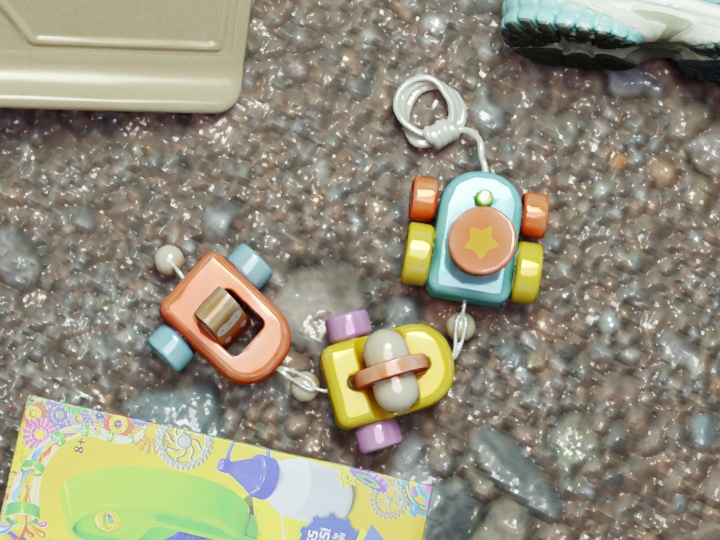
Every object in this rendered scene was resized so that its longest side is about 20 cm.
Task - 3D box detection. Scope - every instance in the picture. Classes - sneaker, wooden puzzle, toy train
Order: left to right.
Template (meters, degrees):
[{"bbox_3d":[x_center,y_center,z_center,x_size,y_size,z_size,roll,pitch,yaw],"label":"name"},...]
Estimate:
[{"bbox_3d":[-0.136,-0.177,1.353,0.184,0.037,0.201,0,110,-19],"label":"wooden puzzle"},{"bbox_3d":[0.000,0.000,1.378,0.200,0.056,0.150,-42,88,-8],"label":"toy train"},{"bbox_3d":[0.172,-0.143,1.399,0.198,0.078,0.087,8,79,-3],"label":"sneaker"}]

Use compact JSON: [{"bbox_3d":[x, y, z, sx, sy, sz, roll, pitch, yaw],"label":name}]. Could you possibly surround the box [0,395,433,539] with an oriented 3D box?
[{"bbox_3d":[-0.083,0.180,1.316,0.191,0.122,0.202,12,82,-2],"label":"box"}]
